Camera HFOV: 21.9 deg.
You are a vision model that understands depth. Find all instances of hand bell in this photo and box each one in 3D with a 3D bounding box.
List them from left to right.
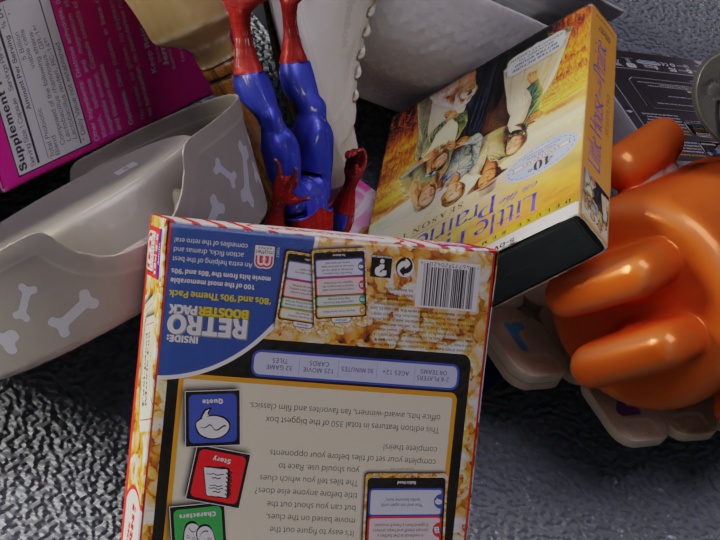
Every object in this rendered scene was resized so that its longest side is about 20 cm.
[{"bbox_3d":[-0.071,-0.099,0.984,0.104,0.201,0.104,-22,14,6],"label":"hand bell"}]

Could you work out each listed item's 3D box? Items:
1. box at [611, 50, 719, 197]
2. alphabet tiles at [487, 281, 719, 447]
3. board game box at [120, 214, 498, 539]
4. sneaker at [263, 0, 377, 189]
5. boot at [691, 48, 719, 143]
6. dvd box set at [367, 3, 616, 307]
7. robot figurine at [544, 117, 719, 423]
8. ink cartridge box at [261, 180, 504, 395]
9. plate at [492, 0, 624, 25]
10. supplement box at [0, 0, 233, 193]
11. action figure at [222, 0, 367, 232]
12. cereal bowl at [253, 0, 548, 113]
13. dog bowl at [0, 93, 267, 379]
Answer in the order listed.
[{"bbox_3d":[0.239,-0.068,1.179,0.199,0.048,0.159,2,43,-30],"label":"box"},{"bbox_3d":[0.137,0.023,1.051,0.199,0.015,0.196,-2,46,-38],"label":"alphabet tiles"},{"bbox_3d":[-0.025,0.082,0.820,0.151,0.201,0.046,6,3,-15],"label":"board game box"},{"bbox_3d":[-0.011,-0.144,1.022,0.084,0.201,0.073,-14,21,-7],"label":"sneaker"},{"bbox_3d":[0.248,-0.094,1.055,0.164,0.066,0.200,7,8,-4],"label":"boot"},{"bbox_3d":[0.068,-0.050,0.998,0.029,0.146,0.200,47,32,-25],"label":"dvd box set"},{"bbox_3d":[0.177,0.006,0.991,0.144,0.117,0.200,38,33,21],"label":"robot figurine"},{"bbox_3d":[0.000,0.000,1.042,0.200,0.037,0.095,37,43,19],"label":"ink cartridge box"},{"bbox_3d":[0.047,-0.206,1.206,0.199,0.032,0.199,27,10,30],"label":"plate"},{"bbox_3d":[-0.169,-0.124,1.040,0.101,0.104,0.200,3,24,43],"label":"supplement box"},{"bbox_3d":[-0.030,-0.046,0.955,0.051,0.201,0.065,7,20,39],"label":"action figure"},{"bbox_3d":[0.014,-0.149,1.151,0.199,0.084,0.200,22,9,-4],"label":"cereal bowl"},{"bbox_3d":[-0.134,-0.013,0.902,0.200,0.199,0.059,-42,109,-46],"label":"dog bowl"}]
